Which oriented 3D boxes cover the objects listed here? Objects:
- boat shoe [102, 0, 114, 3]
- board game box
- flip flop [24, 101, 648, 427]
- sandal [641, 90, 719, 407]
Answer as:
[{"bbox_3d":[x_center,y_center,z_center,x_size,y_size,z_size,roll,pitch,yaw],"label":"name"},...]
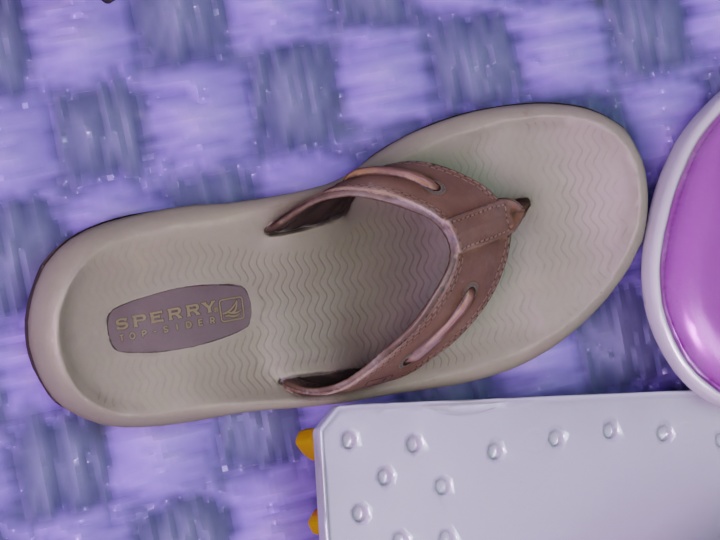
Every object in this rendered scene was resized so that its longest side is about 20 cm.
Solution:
[{"bbox_3d":[-0.149,-0.126,0.817,0.201,0.072,0.066,34,81,-12],"label":"boat shoe"},{"bbox_3d":[0.077,0.138,0.905,0.200,0.026,0.200,-1,85,-28],"label":"board game box"},{"bbox_3d":[0.000,0.000,0.876,0.200,0.058,0.081,-12,92,-23],"label":"flip flop"},{"bbox_3d":[0.157,-0.045,0.937,0.082,0.050,0.203,41,65,-6],"label":"sandal"}]
